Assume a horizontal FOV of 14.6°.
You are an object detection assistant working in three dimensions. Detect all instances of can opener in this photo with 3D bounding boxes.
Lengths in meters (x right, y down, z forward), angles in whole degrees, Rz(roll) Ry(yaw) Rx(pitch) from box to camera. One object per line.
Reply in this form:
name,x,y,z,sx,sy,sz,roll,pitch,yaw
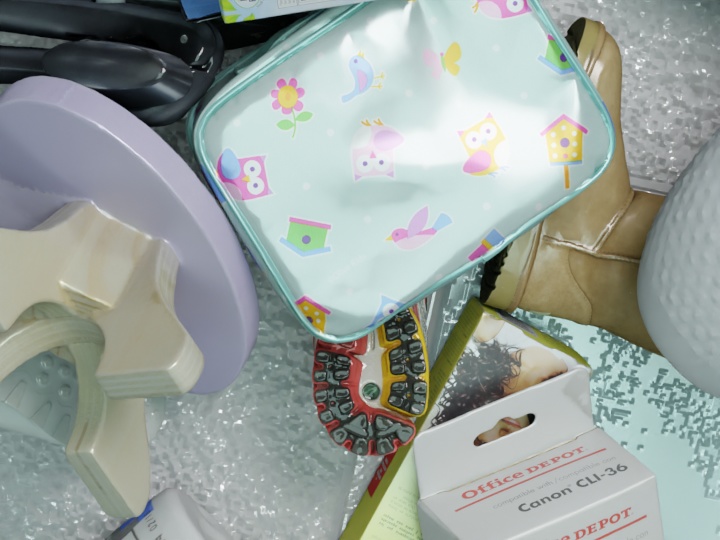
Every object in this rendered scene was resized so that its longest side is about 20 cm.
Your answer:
can opener,-0.158,-0.118,1.439,0.199,0.079,0.064,13,77,31

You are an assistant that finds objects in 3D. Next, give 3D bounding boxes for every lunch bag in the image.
lunch bag,0.020,-0.074,1.428,0.199,0.077,0.161,-34,98,-2

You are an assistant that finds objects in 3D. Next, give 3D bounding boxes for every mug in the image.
mug,0.249,-0.011,1.443,0.199,0.148,0.175,15,136,-37

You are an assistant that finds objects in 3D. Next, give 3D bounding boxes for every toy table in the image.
toy table,-0.141,0.018,1.402,0.183,0.117,0.200,-17,123,41

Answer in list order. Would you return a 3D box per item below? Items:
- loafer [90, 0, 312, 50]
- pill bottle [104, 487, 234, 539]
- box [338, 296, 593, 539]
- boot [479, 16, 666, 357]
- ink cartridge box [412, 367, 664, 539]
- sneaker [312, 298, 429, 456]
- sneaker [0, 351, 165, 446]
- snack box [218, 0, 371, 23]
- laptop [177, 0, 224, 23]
loafer,-0.062,-0.156,1.484,0.199,0.073,0.073,6,78,-12
pill bottle,-0.141,0.222,1.514,0.200,0.114,0.114,-41,102,1
box,0.047,0.120,1.550,0.075,0.050,0.201,26,97,-11
boot,0.181,-0.032,1.534,0.199,0.066,0.176,15,108,-9
ink cartridge box,0.102,0.165,1.516,0.116,0.067,0.201,-22,120,-19
sneaker,0.000,0.000,1.514,0.077,0.082,0.201,2,85,1
sneaker,-0.197,0.049,1.501,0.199,0.080,0.077,22,70,-29
snack box,-0.013,-0.224,1.377,0.141,0.053,0.201,-8,58,-1
laptop,-0.023,-0.234,1.421,0.186,0.116,0.201,-14,87,-5
